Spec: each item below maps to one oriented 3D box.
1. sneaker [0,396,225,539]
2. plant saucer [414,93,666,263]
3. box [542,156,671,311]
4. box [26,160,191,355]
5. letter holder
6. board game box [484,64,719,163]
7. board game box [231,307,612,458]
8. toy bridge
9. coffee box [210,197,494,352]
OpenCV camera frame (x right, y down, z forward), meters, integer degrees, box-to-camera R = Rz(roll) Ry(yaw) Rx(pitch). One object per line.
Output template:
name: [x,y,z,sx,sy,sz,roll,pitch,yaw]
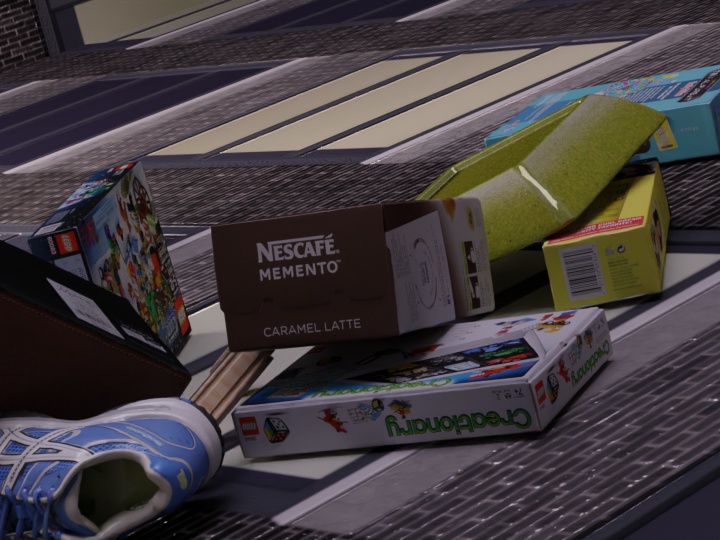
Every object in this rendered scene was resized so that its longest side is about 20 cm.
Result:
sneaker: [-0.179,0.121,1.241,0.199,0.076,0.077,-17,15,13]
plant saucer: [0.098,-0.055,1.556,0.199,0.048,0.200,-27,10,36]
box: [0.172,-0.027,1.513,0.075,0.050,0.200,-11,14,14]
box: [-0.173,0.012,1.538,0.037,0.137,0.200,-14,14,10]
letter holder: [-0.230,0.064,1.324,0.142,0.200,0.101,-54,43,7]
board game box: [0.225,-0.124,1.853,0.199,0.047,0.151,-7,15,27]
board game box: [0.038,0.067,1.313,0.199,0.035,0.126,-8,15,29]
toy bridge: [-0.082,0.069,1.358,0.067,0.027,0.200,-49,1,14]
coffee box: [0.000,0.000,1.368,0.114,0.080,0.200,-7,1,19]
